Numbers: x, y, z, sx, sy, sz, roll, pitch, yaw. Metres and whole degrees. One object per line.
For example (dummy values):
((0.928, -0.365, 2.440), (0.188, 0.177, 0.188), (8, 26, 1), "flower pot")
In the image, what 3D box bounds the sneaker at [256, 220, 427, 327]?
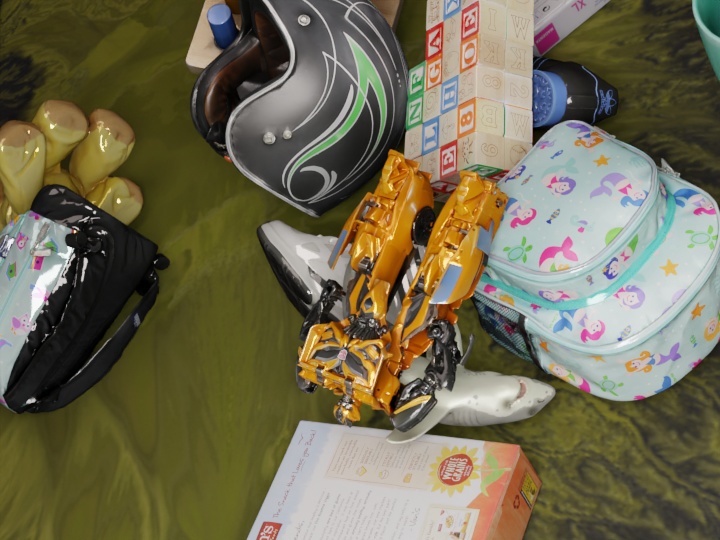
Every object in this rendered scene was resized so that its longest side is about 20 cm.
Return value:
((0.000, 0.000, 1.313), (0.115, 0.076, 0.200), (-36, 50, -13), "sneaker")

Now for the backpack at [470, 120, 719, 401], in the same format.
((0.183, -0.006, 1.145), (0.178, 0.151, 0.200), (-44, 49, -11), "backpack")

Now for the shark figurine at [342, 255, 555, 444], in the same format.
((0.031, 0.071, 1.175), (0.128, 0.090, 0.214), (-37, 64, -19), "shark figurine")

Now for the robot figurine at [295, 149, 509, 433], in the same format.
((0.023, 0.017, 1.106), (0.144, 0.058, 0.201), (17, 77, 37), "robot figurine")

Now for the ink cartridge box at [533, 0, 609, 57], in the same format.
((0.156, -0.292, 1.480), (0.119, 0.042, 0.200), (-39, 46, -3), "ink cartridge box")

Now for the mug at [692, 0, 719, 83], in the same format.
((0.369, -0.197, 1.210), (0.184, 0.115, 0.153), (-15, 46, 20), "mug")

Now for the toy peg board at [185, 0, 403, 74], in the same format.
((-0.062, -0.290, 1.501), (0.198, 0.098, 0.201), (11, 68, 13), "toy peg board")

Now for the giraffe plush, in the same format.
((-0.331, -0.073, 1.538), (0.162, 0.172, 0.202), (12, 94, 50), "giraffe plush")

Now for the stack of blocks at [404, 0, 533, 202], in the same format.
((0.094, -0.169, 1.309), (0.115, 0.058, 0.202), (-19, 65, 59), "stack of blocks")

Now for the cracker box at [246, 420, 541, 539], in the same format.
((0.020, 0.190, 1.133), (0.199, 0.058, 0.135), (3, 54, 33), "cracker box")

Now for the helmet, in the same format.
((-0.048, -0.167, 1.372), (0.191, 0.200, 0.200), (-56, 44, 4), "helmet")

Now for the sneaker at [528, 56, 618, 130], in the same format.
((0.150, -0.158, 1.355), (0.077, 0.071, 0.200), (0, 15, -26), "sneaker")

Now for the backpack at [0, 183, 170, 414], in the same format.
((-0.288, 0.030, 1.393), (0.126, 0.167, 0.201), (30, 87, 27), "backpack")
